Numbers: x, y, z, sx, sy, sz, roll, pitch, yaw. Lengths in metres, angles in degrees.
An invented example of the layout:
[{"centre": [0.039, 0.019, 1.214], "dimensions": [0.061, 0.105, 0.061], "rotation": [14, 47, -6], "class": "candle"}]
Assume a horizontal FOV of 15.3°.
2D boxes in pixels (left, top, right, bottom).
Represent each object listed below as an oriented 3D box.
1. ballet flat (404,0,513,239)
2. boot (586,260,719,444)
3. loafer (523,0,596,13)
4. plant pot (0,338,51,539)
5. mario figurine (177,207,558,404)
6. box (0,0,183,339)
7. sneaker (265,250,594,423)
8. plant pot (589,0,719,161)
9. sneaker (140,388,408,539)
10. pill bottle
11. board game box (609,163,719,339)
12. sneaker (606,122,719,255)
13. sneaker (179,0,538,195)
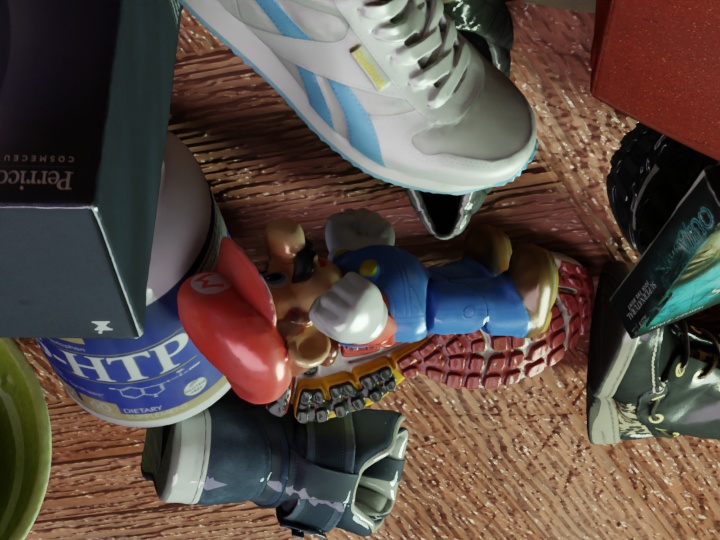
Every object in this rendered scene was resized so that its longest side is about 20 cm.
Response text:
[{"centre": [0.043, -0.088, 1.302], "dimensions": [0.066, 0.057, 0.200], "rotation": [1, 147, 11], "class": "ballet flat"}, {"centre": [0.205, 0.053, 1.521], "dimensions": [0.149, 0.074, 0.200], "rotation": [4, 155, 3], "class": "boot"}, {"centre": [0.150, -0.145, 1.188], "dimensions": [0.198, 0.074, 0.071], "rotation": [7, 162, 6], "class": "loafer"}, {"centre": [-0.295, 0.125, 1.629], "dimensions": [0.199, 0.202, 0.184], "rotation": [10, 162, -10], "class": "plant pot"}, {"centre": [0.000, 0.000, 1.373], "dimensions": [0.199, 0.107, 0.123], "rotation": [-8, 160, -27], "class": "mario figurine"}, {"centre": [-0.191, -0.083, 1.202], "dimensions": [0.198, 0.200, 0.123], "rotation": [0, 151, 7], "class": "box"}, {"centre": [0.033, 0.022, 1.503], "dimensions": [0.198, 0.082, 0.078], "rotation": [-10, 115, -1], "class": "sneaker"}, {"centre": [0.185, -0.146, 1.036], "dimensions": [0.175, 0.201, 0.200], "rotation": [7, 151, 0], "class": "plant pot"}, {"centre": [-0.051, 0.099, 1.565], "dimensions": [0.145, 0.077, 0.202], "rotation": [7, -168, -12], "class": "sneaker"}, {"centre": [-0.130, -0.012, 1.404], "dimensions": [0.119, 0.120, 0.200], "rotation": [-1, 150, 11], "class": "pill bottle"}, {"centre": [0.226, -0.038, 1.293], "dimensions": [0.199, 0.028, 0.135], "rotation": [-22, 161, -23], "class": "board game box"}, {"centre": [0.196, -0.082, 1.298], "dimensions": [0.079, 0.074, 0.200], "rotation": [-15, 158, -36], "class": "sneaker"}, {"centre": [0.004, -0.107, 1.198], "dimensions": [0.200, 0.077, 0.081], "rotation": [35, 148, -16], "class": "sneaker"}]
